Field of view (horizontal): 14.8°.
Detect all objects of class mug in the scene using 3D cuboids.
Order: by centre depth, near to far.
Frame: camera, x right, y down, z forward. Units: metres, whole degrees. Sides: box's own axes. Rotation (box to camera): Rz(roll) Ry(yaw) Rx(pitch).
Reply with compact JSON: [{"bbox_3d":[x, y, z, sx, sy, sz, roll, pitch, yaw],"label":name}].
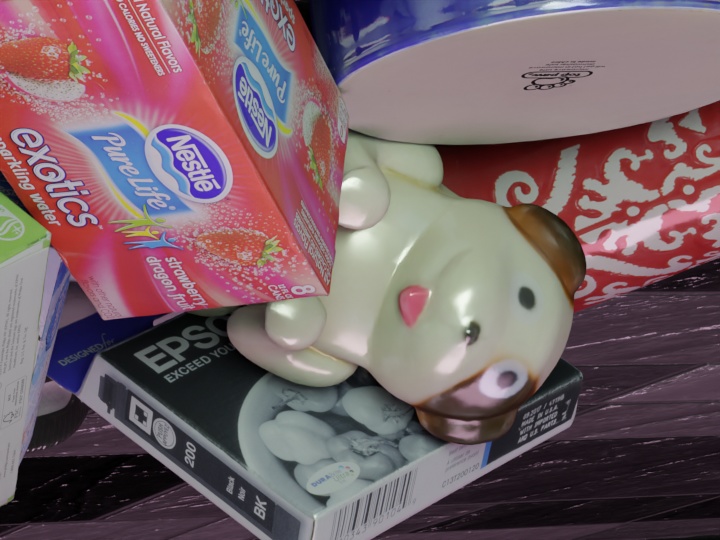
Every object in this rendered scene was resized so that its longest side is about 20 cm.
[{"bbox_3d":[0.142,-0.062,1.323,0.199,0.134,0.177,-18,166,32],"label":"mug"}]

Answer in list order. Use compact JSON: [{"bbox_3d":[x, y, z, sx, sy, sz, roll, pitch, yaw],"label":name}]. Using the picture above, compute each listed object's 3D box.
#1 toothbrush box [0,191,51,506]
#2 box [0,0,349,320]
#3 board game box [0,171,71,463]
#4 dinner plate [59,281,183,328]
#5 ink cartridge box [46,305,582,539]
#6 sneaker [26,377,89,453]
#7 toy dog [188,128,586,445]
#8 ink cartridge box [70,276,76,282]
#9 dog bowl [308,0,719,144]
[{"bbox_3d":[-0.223,0.001,1.091,0.086,0.200,0.146,-28,146,-39],"label":"toothbrush box"},{"bbox_3d":[-0.082,-0.075,1.034,0.099,0.096,0.200,-6,144,16],"label":"box"},{"bbox_3d":[-0.233,0.000,1.254,0.199,0.043,0.199,21,141,-1],"label":"board game box"},{"bbox_3d":[-0.117,-0.011,1.469,0.199,0.024,0.200,-5,-157,2],"label":"dinner plate"},{"bbox_3d":[-0.028,0.043,1.326,0.200,0.044,0.198,33,-142,29],"label":"ink cartridge box"},{"bbox_3d":[-0.249,0.063,1.420,0.200,0.076,0.115,-8,-159,-35],"label":"sneaker"},{"bbox_3d":[0.000,0.000,1.262,0.200,0.140,0.194,28,176,24],"label":"toy dog"},{"bbox_3d":[-0.209,-0.047,1.346,0.160,0.047,0.200,6,164,39],"label":"ink cartridge box"},{"bbox_3d":[0.077,-0.115,1.147,0.199,0.079,0.200,-6,168,-1],"label":"dog bowl"}]
